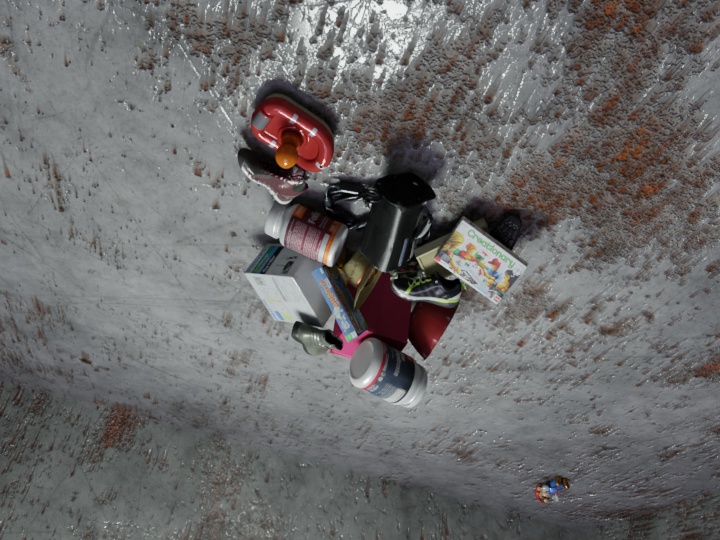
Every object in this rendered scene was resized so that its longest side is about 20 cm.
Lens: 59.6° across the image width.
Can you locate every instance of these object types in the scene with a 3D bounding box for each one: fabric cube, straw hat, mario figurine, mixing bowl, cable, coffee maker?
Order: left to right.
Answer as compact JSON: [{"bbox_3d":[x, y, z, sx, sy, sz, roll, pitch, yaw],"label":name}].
[{"bbox_3d":[0.000,0.000,1.638,0.084,0.203,0.203,30,147,8],"label":"straw hat"},{"bbox_3d":[0.001,-0.150,1.590,0.193,0.052,0.165,9,146,1],"label":"cable"},{"bbox_3d":[0.032,0.139,1.859,0.194,0.204,0.197,17,147,-10],"label":"fabric cube"},{"bbox_3d":[0.063,-0.112,1.482,0.186,0.137,0.204,-1,132,-19],"label":"coffee maker"},{"bbox_3d":[0.197,0.151,1.865,0.107,0.202,0.202,31,145,4],"label":"mixing bowl"},{"bbox_3d":[0.919,1.073,3.027,0.124,0.105,0.201,45,136,10],"label":"mario figurine"}]

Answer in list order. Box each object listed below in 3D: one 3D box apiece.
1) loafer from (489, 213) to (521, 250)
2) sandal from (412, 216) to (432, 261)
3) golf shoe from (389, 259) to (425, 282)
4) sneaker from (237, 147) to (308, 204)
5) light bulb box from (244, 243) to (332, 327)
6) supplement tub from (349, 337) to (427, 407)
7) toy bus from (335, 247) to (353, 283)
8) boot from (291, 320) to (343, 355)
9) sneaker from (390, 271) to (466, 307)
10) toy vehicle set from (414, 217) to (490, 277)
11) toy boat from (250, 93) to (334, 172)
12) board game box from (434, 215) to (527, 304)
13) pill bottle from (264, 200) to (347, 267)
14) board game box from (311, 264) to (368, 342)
[{"bbox_3d":[0.349,-0.055,1.590,0.067,0.070,0.204,33,119,17],"label":"loafer"},{"bbox_3d":[0.155,-0.098,1.620,0.047,0.077,0.202,-14,154,-8],"label":"sandal"},{"bbox_3d":[0.162,-0.009,1.733,0.195,0.090,0.077,5,147,-36],"label":"golf shoe"},{"bbox_3d":[-0.195,-0.244,1.502,0.113,0.078,0.199,-18,148,27],"label":"sneaker"},{"bbox_3d":[-0.187,0.040,1.770,0.196,0.126,0.201,5,136,38],"label":"light bulb box"},{"bbox_3d":[0.078,0.288,1.755,0.197,0.144,0.139,29,142,-26],"label":"supplement tub"},{"bbox_3d":[-0.068,0.002,1.809,0.076,0.067,0.202,15,145,-7],"label":"toy bus"},{"bbox_3d":[-0.102,0.205,1.760,0.127,0.070,0.200,11,162,26],"label":"boot"},{"bbox_3d":[0.177,0.033,1.634,0.193,0.072,0.085,10,121,-7],"label":"sneaker"},{"bbox_3d":[0.247,-0.047,1.626,0.195,0.027,0.125,-24,138,9],"label":"toy vehicle set"},{"bbox_3d":[-0.151,-0.278,1.375,0.197,0.134,0.130,28,143,-24],"label":"toy boat"},{"bbox_3d":[0.296,-0.024,1.552,0.197,0.035,0.128,34,116,-3],"label":"board game box"},{"bbox_3d":[-0.140,-0.101,1.616,0.195,0.116,0.115,24,147,6],"label":"pill bottle"},{"bbox_3d":[-0.052,0.081,1.652,0.034,0.204,0.135,-28,178,13],"label":"board game box"}]
